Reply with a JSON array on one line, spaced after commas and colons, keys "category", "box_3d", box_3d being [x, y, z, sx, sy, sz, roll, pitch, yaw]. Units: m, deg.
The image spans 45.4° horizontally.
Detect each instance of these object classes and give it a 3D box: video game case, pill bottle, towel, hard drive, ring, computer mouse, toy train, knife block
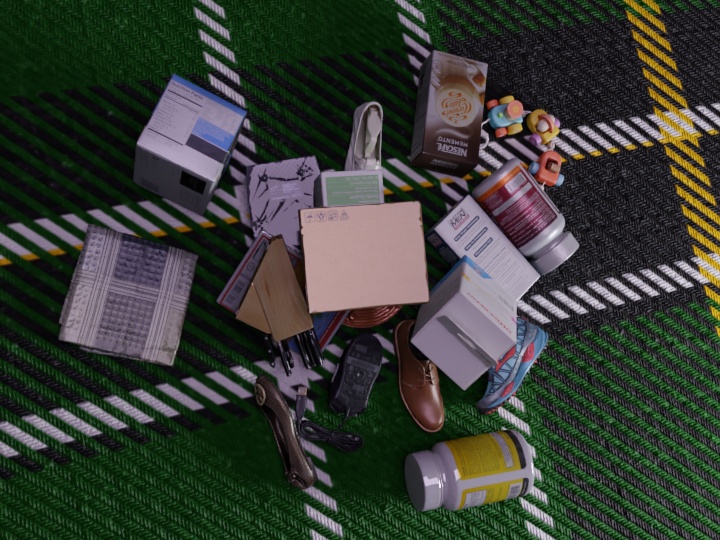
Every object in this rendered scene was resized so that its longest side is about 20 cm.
[{"category": "video game case", "box_3d": [-0.121, 0.045, 1.444, 0.199, 0.017, 0.144, 33, 94, -11]}, {"category": "pill bottle", "box_3d": [0.303, -0.097, 1.577, 0.109, 0.110, 0.201, -39, 92, -19]}, {"category": "towel", "box_3d": [-0.376, 0.044, 1.399, 0.191, 0.035, 0.202, 16, 74, -16]}, {"category": "hard drive", "box_3d": [-0.120, -0.087, 1.474, 0.133, 0.042, 0.203, -10, 85, -6]}, {"category": "ring", "box_3d": [0.000, 0.000, 1.519, 0.198, 0.019, 0.203, 3, 80, -15]}, {"category": "computer mouse", "box_3d": [-0.044, 0.197, 1.452, 0.139, 0.046, 0.202, 15, 85, -26]}, {"category": "toy train", "box_3d": [0.318, -0.250, 1.638, 0.198, 0.056, 0.152, 26, 73, -11]}, {"category": "pill bottle", "box_3d": [0.183, 0.341, 1.459, 0.198, 0.114, 0.116, -6, 81, -17]}, {"category": "knife block", "box_3d": [-0.108, 0.065, 1.408, 0.174, 0.064, 0.202, 25, 96, -11]}]

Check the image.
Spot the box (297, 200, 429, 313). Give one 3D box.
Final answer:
[{"category": "box", "box_3d": [0.006, -0.022, 1.355, 0.197, 0.021, 0.166, -5, 87, -13]}]

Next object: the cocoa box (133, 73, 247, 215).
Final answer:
[{"category": "cocoa box", "box_3d": [-0.275, -0.196, 1.379, 0.132, 0.200, 0.132, 26, 73, -9]}]

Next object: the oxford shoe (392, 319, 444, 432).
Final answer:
[{"category": "oxford shoe", "box_3d": [0.104, 0.183, 1.489, 0.071, 0.071, 0.202, -15, 86, -20]}]

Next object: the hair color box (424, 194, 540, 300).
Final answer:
[{"category": "hair color box", "box_3d": [0.220, -0.027, 1.565, 0.100, 0.060, 0.200, -43, 94, -19]}]

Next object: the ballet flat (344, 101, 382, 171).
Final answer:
[{"category": "ballet flat", "box_3d": [0.011, -0.209, 1.536, 0.069, 0.069, 0.203, 7, 78, -15]}]

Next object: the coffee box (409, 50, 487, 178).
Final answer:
[{"category": "coffee box", "box_3d": [0.163, -0.287, 1.587, 0.113, 0.080, 0.203, 9, 77, -14]}]

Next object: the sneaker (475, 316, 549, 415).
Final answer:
[{"category": "sneaker", "box_3d": [0.250, 0.167, 1.540, 0.095, 0.079, 0.200, 38, 63, 3]}]

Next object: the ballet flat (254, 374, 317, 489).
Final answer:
[{"category": "ballet flat", "box_3d": [-0.130, 0.267, 1.409, 0.046, 0.067, 0.202, -25, 94, -23]}]

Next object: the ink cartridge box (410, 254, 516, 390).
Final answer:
[{"category": "ink cartridge box", "box_3d": [0.175, 0.088, 1.442, 0.128, 0.200, 0.125, 41, 113, -5]}]

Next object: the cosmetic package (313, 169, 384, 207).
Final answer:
[{"category": "cosmetic package", "box_3d": [-0.014, -0.057, 1.408, 0.106, 0.085, 0.203, -5, 86, -12]}]
